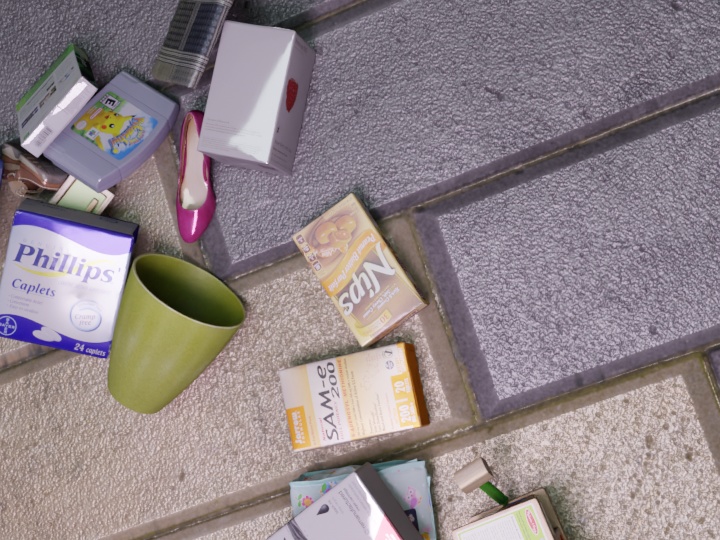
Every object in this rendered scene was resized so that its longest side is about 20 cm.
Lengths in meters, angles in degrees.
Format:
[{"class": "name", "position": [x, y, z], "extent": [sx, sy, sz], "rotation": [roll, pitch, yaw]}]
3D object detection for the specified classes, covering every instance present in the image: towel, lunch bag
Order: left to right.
[{"class": "towel", "position": [-0.252, -0.375, 1.664], "extent": [0.200, 0.034, 0.194], "rotation": [29, 98, 59]}, {"class": "lunch bag", "position": [0.011, 0.365, 1.547], "extent": [0.198, 0.122, 0.172], "rotation": [-9, 85, 9]}]

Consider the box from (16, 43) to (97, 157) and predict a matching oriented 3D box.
[{"class": "box", "position": [-0.482, -0.273, 1.704], "extent": [0.144, 0.036, 0.200], "rotation": [-46, 33, 7]}]

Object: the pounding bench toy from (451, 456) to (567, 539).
[{"class": "pounding bench toy", "position": [0.202, 0.350, 1.480], "extent": [0.123, 0.156, 0.202], "rotation": [-25, 80, 12]}]

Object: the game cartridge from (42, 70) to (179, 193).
[{"class": "game cartridge", "position": [-0.383, -0.218, 1.692], "extent": [0.133, 0.041, 0.200], "rotation": [33, 63, 11]}]

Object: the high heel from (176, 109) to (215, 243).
[{"class": "high heel", "position": [-0.261, -0.146, 1.670], "extent": [0.067, 0.096, 0.202], "rotation": [14, 89, 15]}]

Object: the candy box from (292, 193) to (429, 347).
[{"class": "candy box", "position": [0.000, 0.000, 1.613], "extent": [0.115, 0.055, 0.201], "rotation": [-35, 78, 9]}]

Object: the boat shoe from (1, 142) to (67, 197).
[{"class": "boat shoe", "position": [-0.523, -0.151, 1.721], "extent": [0.200, 0.075, 0.073], "rotation": [28, 104, 54]}]

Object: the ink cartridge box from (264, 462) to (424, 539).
[{"class": "ink cartridge box", "position": [-0.032, 0.380, 1.454], "extent": [0.200, 0.084, 0.145], "rotation": [-39, 80, 12]}]

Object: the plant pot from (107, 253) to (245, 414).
[{"class": "plant pot", "position": [-0.301, 0.109, 1.632], "extent": [0.186, 0.187, 0.201], "rotation": [36, 109, 14]}]

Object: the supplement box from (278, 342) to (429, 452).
[{"class": "supplement box", "position": [-0.010, 0.188, 1.590], "extent": [0.198, 0.073, 0.127], "rotation": [-14, 81, 13]}]

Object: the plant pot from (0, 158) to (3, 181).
[{"class": "plant pot", "position": [-0.679, -0.111, 1.686], "extent": [0.179, 0.199, 0.202], "rotation": [8, 89, 39]}]

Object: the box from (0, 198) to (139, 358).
[{"class": "box", "position": [-0.451, 0.011, 1.653], "extent": [0.182, 0.105, 0.202], "rotation": [13, 101, -9]}]

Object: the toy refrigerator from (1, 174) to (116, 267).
[{"class": "toy refrigerator", "position": [-0.480, -0.069, 1.720], "extent": [0.076, 0.070, 0.200], "rotation": [38, 95, -16]}]

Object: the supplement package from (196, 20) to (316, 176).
[{"class": "supplement package", "position": [-0.155, -0.260, 1.640], "extent": [0.118, 0.121, 0.202], "rotation": [11, 89, 14]}]
